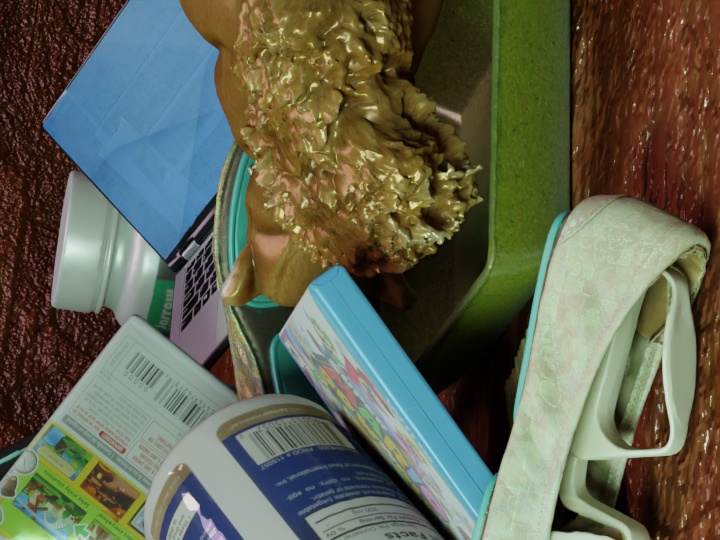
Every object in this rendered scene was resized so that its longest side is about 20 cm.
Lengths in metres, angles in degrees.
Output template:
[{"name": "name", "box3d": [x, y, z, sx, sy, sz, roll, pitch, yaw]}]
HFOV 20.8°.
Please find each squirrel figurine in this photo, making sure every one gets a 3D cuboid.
[{"name": "squirrel figurine", "box3d": [-0.019, -0.062, 0.890, 0.200, 0.141, 0.188, -107, 22, -70]}]

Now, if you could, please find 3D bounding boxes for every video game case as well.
[{"name": "video game case", "box3d": [-0.098, 0.155, 1.037, 0.182, 0.200, 0.023, -52, 0, -5]}, {"name": "video game case", "box3d": [0.017, 0.072, 0.859, 0.143, 0.018, 0.200, 55, 170, 3]}]

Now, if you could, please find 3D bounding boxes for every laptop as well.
[{"name": "laptop", "box3d": [-0.101, -0.063, 1.124, 0.187, 0.116, 0.201, -49, 25, 31]}]

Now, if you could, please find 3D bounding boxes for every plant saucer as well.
[{"name": "plant saucer", "box3d": [0.057, -0.048, 0.949, 0.200, 0.048, 0.201, 122, 154, -62]}]

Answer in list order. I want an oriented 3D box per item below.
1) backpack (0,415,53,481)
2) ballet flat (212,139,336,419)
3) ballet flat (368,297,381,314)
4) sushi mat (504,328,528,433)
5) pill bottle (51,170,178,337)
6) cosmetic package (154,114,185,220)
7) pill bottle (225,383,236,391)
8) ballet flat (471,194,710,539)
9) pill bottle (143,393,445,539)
[{"name": "backpack", "box3d": [-0.152, 0.195, 1.118, 0.201, 0.175, 0.153, 60, 163, 12]}, {"name": "ballet flat", "box3d": [-0.044, 0.024, 1.007, 0.071, 0.070, 0.201, 154, 106, -76]}, {"name": "ballet flat", "box3d": [0.000, 0.000, 1.120, 0.200, 0.073, 0.073, -72, -6, -73]}, {"name": "sushi mat", "box3d": [0.083, 0.094, 0.804, 0.096, 0.012, 0.201, 108, 166, -47]}, {"name": "pill bottle", "box3d": [-0.108, -0.007, 1.350, 0.113, 0.199, 0.114, -172, 90, -79]}, {"name": "cosmetic package", "box3d": [-0.049, -0.141, 1.279, 0.200, 0.122, 0.200, -75, -4, -74]}, {"name": "pill bottle", "box3d": [-0.068, 0.179, 1.242, 0.112, 0.112, 0.201, -152, 71, -78]}, {"name": "ballet flat", "box3d": [0.080, 0.073, 0.699, 0.067, 0.062, 0.201, 6, -83, -58]}, {"name": "pill bottle", "box3d": [-0.008, 0.151, 0.867, 0.200, 0.110, 0.112, 45, 129, 47]}]
